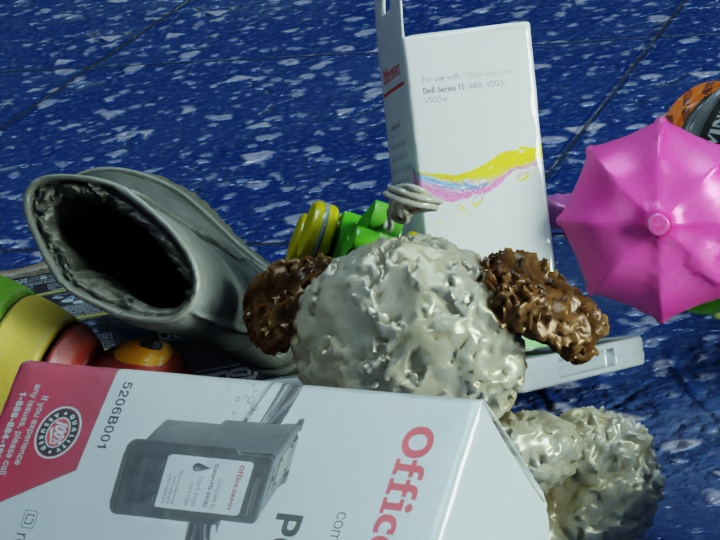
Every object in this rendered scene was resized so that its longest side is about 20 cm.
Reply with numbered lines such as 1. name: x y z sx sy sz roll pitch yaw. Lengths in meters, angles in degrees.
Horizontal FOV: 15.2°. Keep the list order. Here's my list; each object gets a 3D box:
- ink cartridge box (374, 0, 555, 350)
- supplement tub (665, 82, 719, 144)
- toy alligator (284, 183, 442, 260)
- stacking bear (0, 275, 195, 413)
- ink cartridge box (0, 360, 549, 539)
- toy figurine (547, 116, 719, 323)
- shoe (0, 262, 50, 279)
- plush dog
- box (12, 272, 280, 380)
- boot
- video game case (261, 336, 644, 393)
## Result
1. ink cartridge box: 0.052 -0.059 1.358 0.067 0.201 0.117 -6 0 -6
2. supplement tub: 0.262 -0.046 1.498 0.122 0.123 0.200 -20 21 -34
3. toy alligator: 0.000 0.000 1.265 0.059 0.054 0.200 18 -9 -8
4. stacking bear: -0.161 0.054 1.244 0.199 0.114 0.121 17 16 12
5. ink cartridge box: -0.048 0.118 0.990 0.199 0.083 0.146 3 57 26
6. toy figurine: 0.165 -0.024 1.354 0.184 0.151 0.200 10 -1 -42
7. shoe: -0.207 0.031 1.596 0.199 0.054 0.070 -16 39 -15
8. plush dog: 0.023 0.067 1.191 0.199 0.172 0.160 -1 19 19
9. box: -0.153 0.041 1.454 0.199 0.049 0.161 -10 17 -10
10. boot: -0.114 -0.011 1.295 0.181 0.073 0.200 26 5 23
11. video game case: 0.048 0.052 1.370 0.143 0.018 0.200 -6 0 22
